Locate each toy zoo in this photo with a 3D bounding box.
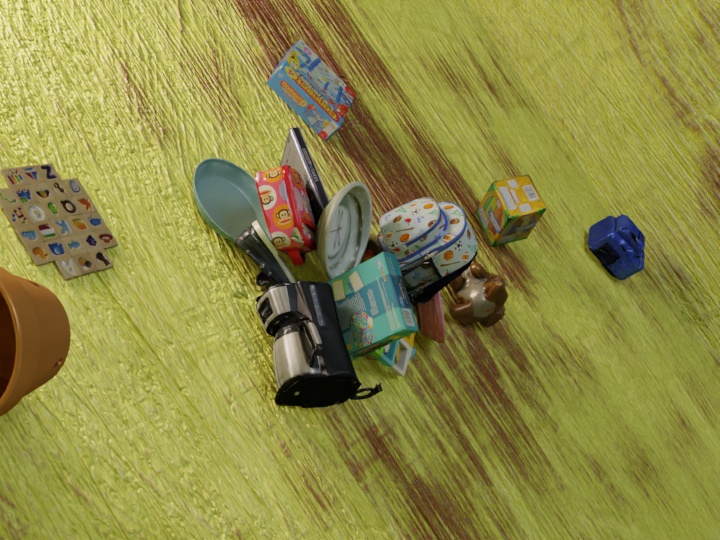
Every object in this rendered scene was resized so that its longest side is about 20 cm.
[{"bbox_3d":[0.068,0.129,1.761,0.200,0.020,0.132,45,53,-56],"label":"toy zoo"}]

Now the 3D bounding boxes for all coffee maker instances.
[{"bbox_3d":[-0.082,0.133,1.562,0.192,0.134,0.201,26,40,-47],"label":"coffee maker"}]

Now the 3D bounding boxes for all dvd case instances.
[{"bbox_3d":[-0.116,-0.168,1.798,0.025,0.150,0.201,-12,65,-22],"label":"dvd case"}]

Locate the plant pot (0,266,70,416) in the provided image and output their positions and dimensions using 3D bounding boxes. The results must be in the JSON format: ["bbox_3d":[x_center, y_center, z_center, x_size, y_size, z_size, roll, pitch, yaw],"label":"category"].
[{"bbox_3d":[-0.453,0.084,1.074,0.201,0.200,0.140,59,15,9],"label":"plant pot"}]

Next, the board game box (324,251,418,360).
[{"bbox_3d":[-0.003,0.077,1.629,0.047,0.199,0.152,11,58,-53],"label":"board game box"}]

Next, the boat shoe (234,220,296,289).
[{"bbox_3d":[-0.169,0.001,1.627,0.075,0.066,0.200,54,-6,49],"label":"boat shoe"}]

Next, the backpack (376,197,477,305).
[{"bbox_3d":[0.136,-0.061,1.795,0.200,0.190,0.154,-109,176,-50],"label":"backpack"}]

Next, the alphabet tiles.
[{"bbox_3d":[-0.470,-0.079,1.367,0.201,0.006,0.166,57,31,6],"label":"alphabet tiles"}]

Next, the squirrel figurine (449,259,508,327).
[{"bbox_3d":[0.278,0.035,2.160,0.200,0.141,0.187,37,22,-50],"label":"squirrel figurine"}]

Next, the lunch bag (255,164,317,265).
[{"bbox_3d":[-0.133,-0.097,1.657,0.200,0.081,0.177,33,43,-83],"label":"lunch bag"}]

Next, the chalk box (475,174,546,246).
[{"bbox_3d":[0.411,-0.155,2.467,0.123,0.200,0.125,-13,63,-21],"label":"chalk box"}]

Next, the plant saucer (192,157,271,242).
[{"bbox_3d":[-0.246,-0.122,1.678,0.200,0.036,0.201,34,35,-29],"label":"plant saucer"}]

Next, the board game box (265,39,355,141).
[{"bbox_3d":[-0.117,-0.441,2.142,0.200,0.056,0.196,43,33,-17],"label":"board game box"}]

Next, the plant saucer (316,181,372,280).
[{"bbox_3d":[-0.040,-0.076,1.696,0.050,0.201,0.200,14,23,22],"label":"plant saucer"}]

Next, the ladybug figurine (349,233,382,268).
[{"bbox_3d":[0.000,0.000,1.843,0.136,0.072,0.200,52,30,-17],"label":"ladybug figurine"}]

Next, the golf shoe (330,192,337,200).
[{"bbox_3d":[-0.040,-0.093,1.870,0.092,0.075,0.200,52,19,-22],"label":"golf shoe"}]

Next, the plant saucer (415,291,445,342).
[{"bbox_3d":[0.144,0.061,1.921,0.201,0.051,0.202,170,-90,-89],"label":"plant saucer"}]

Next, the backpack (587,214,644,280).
[{"bbox_3d":[0.898,-0.074,3.028,0.200,0.167,0.163,49,38,-15],"label":"backpack"}]

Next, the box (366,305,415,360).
[{"bbox_3d":[0.068,0.097,1.821,0.200,0.041,0.120,-29,119,-57],"label":"box"}]
